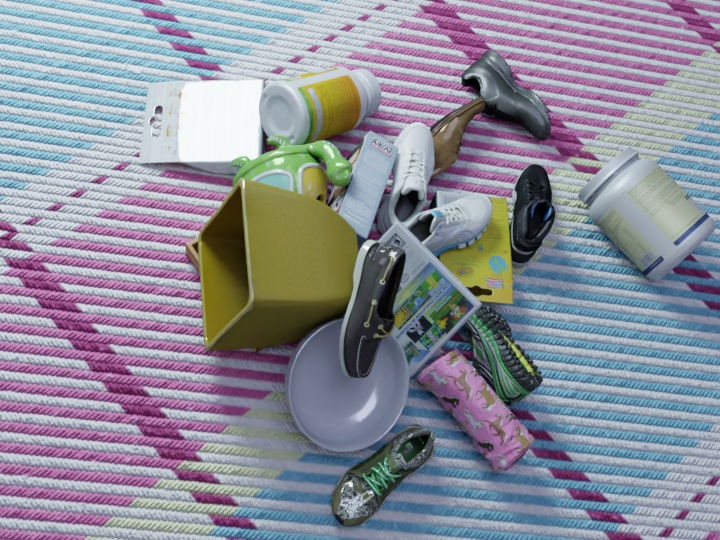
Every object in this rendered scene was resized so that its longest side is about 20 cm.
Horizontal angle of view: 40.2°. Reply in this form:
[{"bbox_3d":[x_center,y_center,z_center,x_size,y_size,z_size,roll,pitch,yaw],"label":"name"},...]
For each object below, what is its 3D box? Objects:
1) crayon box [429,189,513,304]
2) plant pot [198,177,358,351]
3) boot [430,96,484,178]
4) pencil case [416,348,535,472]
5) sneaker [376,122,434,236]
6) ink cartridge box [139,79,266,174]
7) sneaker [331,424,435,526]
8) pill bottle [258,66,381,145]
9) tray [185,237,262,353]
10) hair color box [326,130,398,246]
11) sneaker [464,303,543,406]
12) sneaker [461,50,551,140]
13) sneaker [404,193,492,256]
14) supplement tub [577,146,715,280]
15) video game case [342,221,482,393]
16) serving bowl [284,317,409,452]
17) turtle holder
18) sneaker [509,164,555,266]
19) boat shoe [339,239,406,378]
[{"bbox_3d":[0.181,-0.030,1.624,0.127,0.051,0.200,7,61,-9],"label":"crayon box"},{"bbox_3d":[-0.110,0.003,1.443,0.200,0.195,0.195,6,64,-28],"label":"plant pot"},{"bbox_3d":[0.152,-0.227,1.709,0.200,0.074,0.076,-41,93,-17],"label":"boot"},{"bbox_3d":[0.177,0.214,1.500,0.083,0.087,0.200,-41,80,-2],"label":"pencil case"},{"bbox_3d":[0.087,-0.147,1.606,0.078,0.099,0.200,11,86,-12],"label":"sneaker"},{"bbox_3d":[-0.258,-0.238,1.640,0.199,0.050,0.163,-2,66,6],"label":"ink cartridge box"},{"bbox_3d":[0.036,0.290,1.435,0.077,0.089,0.200,45,65,9],"label":"sneaker"},{"bbox_3d":[-0.061,-0.277,1.635,0.200,0.111,0.111,-24,73,-41],"label":"pill bottle"},{"bbox_3d":[-0.178,0.020,1.537,0.099,0.037,0.200,-31,75,-22],"label":"tray"},{"bbox_3d":[-0.009,-0.116,1.576,0.061,0.099,0.200,30,53,-13],"label":"hair color box"},{"bbox_3d":[0.198,0.125,1.551,0.078,0.085,0.200,11,40,-46],"label":"sneaker"},{"bbox_3d":[0.259,-0.299,1.764,0.091,0.076,0.200,-36,71,-14],"label":"sneaker"},{"bbox_3d":[0.131,-0.072,1.559,0.200,0.087,0.075,-32,65,-18],"label":"sneaker"},{"bbox_3d":[0.484,-0.098,1.676,0.145,0.145,0.200,-37,78,-24],"label":"supplement tub"},{"bbox_3d":[0.055,0.058,1.511,0.182,0.022,0.200,46,106,9],"label":"video game case"},{"bbox_3d":[-0.028,0.165,1.465,0.200,0.066,0.201,-2,94,-27],"label":"serving bowl"},{"bbox_3d":[-0.104,-0.129,1.555,0.185,0.141,0.132,-17,72,-5],"label":"turtle holder"},{"bbox_3d":[0.300,-0.111,1.658,0.073,0.112,0.200,18,64,-5],"label":"sneaker"},{"bbox_3d":[0.019,0.061,1.391,0.060,0.072,0.202,14,99,28],"label":"boat shoe"}]
